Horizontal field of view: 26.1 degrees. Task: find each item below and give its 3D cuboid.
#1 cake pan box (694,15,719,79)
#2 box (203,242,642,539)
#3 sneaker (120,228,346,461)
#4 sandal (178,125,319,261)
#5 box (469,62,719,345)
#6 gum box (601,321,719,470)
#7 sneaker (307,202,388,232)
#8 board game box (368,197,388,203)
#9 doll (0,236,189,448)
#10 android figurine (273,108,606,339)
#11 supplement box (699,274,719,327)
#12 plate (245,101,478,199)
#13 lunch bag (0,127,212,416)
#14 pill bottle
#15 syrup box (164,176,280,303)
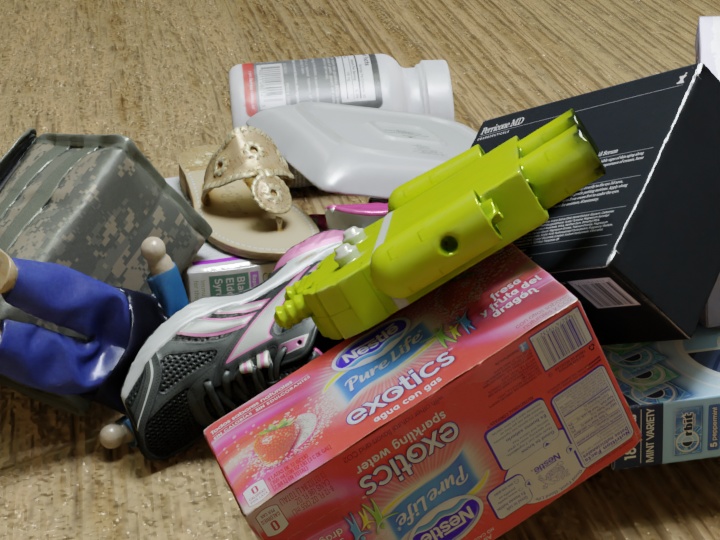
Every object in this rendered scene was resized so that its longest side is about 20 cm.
[{"bbox_3d":[0.364,-0.112,1.254,0.183,0.052,0.202,1,67,11],"label":"cake pan box"},{"bbox_3d":[0.033,0.088,0.819,0.199,0.103,0.095,-33,28,-5],"label":"box"},{"bbox_3d":[-0.058,0.052,0.971,0.200,0.081,0.086,-39,40,-11],"label":"sneaker"},{"bbox_3d":[-0.091,-0.074,1.134,0.077,0.070,0.212,-11,24,-19],"label":"sandal"},{"bbox_3d":[0.130,-0.031,0.926,0.199,0.079,0.142,-8,50,57],"label":"box"},{"bbox_3d":[0.224,0.049,0.939,0.198,0.045,0.170,-7,24,-5],"label":"gum box"},{"bbox_3d":[0.000,0.000,1.137,0.081,0.089,0.200,-3,-2,-3],"label":"sneaker"},{"bbox_3d":[0.124,-0.051,1.263,0.147,0.065,0.199,16,31,37],"label":"board game box"},{"bbox_3d":[-0.154,0.043,0.987,0.199,0.138,0.048,24,-12,-41],"label":"doll"},{"bbox_3d":[0.041,-0.024,0.860,0.199,0.041,0.182,-29,10,13],"label":"android figurine"},{"bbox_3d":[0.279,-0.026,0.969,0.198,0.061,0.109,-10,22,-16],"label":"supplement box"},{"bbox_3d":[0.032,-0.092,1.188,0.198,0.033,0.200,5,18,-22],"label":"plate"},{"bbox_3d":[-0.229,-0.007,1.081,0.199,0.118,0.165,8,57,49],"label":"lunch bag"},{"bbox_3d":[-0.018,-0.137,1.415,0.198,0.117,0.116,-4,23,-4],"label":"pill bottle"},{"bbox_3d":[-0.102,-0.005,1.166,0.081,0.079,0.200,-7,24,-9],"label":"syrup box"}]
